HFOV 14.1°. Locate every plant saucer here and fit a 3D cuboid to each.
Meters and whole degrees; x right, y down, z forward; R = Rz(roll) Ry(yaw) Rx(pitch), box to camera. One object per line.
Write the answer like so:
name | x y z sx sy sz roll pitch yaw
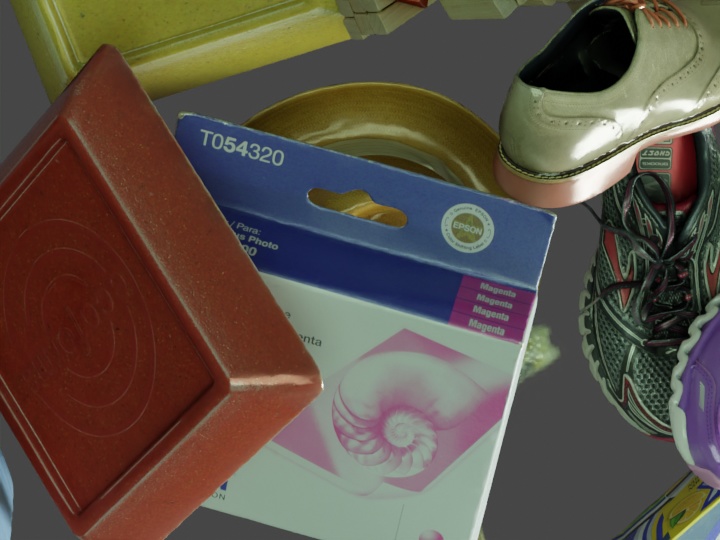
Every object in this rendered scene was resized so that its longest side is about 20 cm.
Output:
plant saucer | -0.130 0.026 1.422 0.201 0.037 0.200 57 134 11
plant saucer | -0.101 -0.181 1.437 0.199 0.048 0.201 -16 108 15

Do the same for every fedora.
fedora | 0.000 0.000 1.498 0.199 0.082 0.202 -1 101 -4

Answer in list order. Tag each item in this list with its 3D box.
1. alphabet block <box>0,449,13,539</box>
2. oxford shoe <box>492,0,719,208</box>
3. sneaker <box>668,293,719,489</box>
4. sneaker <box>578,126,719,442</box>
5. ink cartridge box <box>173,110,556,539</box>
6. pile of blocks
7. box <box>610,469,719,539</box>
alphabet block | -0.298 0.082 1.434 0.199 0.195 0.198 -22 100 -2
oxford shoe | 0.143 -0.107 1.427 0.200 0.070 0.075 -40 145 -34
sneaker | 0.236 0.026 1.488 0.080 0.088 0.201 45 70 -24
sneaker | 0.153 -0.007 1.516 0.080 0.075 0.202 -8 103 -4
ink cartridge box | -0.019 0.040 1.438 0.195 0.043 0.201 15 121 5
pile of blocks | 0.074 -0.161 1.440 0.199 0.062 0.083 -8 98 -34
box | 0.213 0.129 1.553 0.200 0.064 0.070 -41 102 4
